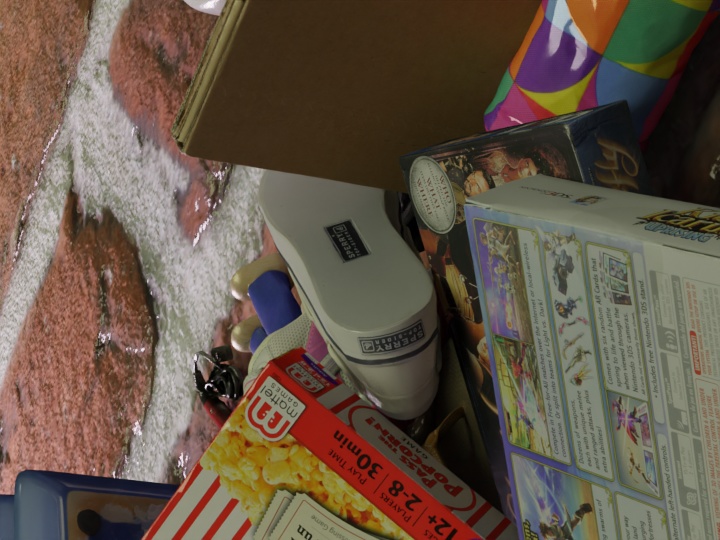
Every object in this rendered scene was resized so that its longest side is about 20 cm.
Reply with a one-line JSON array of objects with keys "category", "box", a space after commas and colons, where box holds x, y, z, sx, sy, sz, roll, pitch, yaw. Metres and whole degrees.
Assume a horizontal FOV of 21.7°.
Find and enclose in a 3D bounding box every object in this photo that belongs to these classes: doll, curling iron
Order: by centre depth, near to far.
[{"category": "doll", "box": [-0.022, 0.068, 1.074, 0.200, 0.048, 0.137, -127, 31, -49]}, {"category": "curling iron", "box": [-0.066, 0.107, 1.165, 0.200, 0.025, 0.050, -129, 30, -54]}]

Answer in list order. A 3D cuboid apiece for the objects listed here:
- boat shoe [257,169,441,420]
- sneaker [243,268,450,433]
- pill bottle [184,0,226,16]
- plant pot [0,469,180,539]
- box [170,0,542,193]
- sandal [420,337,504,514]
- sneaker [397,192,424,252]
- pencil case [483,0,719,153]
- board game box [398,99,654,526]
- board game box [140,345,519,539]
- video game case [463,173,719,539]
[{"category": "boat shoe", "box": [0.000, 0.000, 0.929, 0.200, 0.072, 0.066, -121, 15, -56]}, {"category": "sneaker", "box": [-0.021, 0.081, 0.963, 0.082, 0.088, 0.201, 76, -149, -52]}, {"category": "pill bottle", "box": [0.015, -0.164, 0.916, 0.113, 0.199, 0.114, -24, 62, 57]}, {"category": "plant pot", "box": [-0.158, 0.228, 1.144, 0.180, 0.199, 0.201, -32, 56, 46]}, {"category": "box", "box": [0.031, -0.109, 0.875, 0.164, 0.199, 0.021, -64, 34, 28]}, {"category": "sandal", "box": [0.042, 0.131, 0.943, 0.080, 0.054, 0.201, 9, 91, 61]}, {"category": "sneaker", "box": [0.009, -0.069, 1.038, 0.200, 0.075, 0.116, -149, 60, -65]}, {"category": "pencil case", "box": [0.129, -0.131, 0.832, 0.200, 0.088, 0.089, -63, 34, 27]}, {"category": "board game box", "box": [0.091, 0.034, 0.820, 0.135, 0.034, 0.201, -8, 101, 60]}, {"category": "board game box", "box": [-0.033, 0.160, 0.866, 0.151, 0.046, 0.200, 38, 106, 9]}, {"category": "video game case", "box": [0.123, 0.073, 0.708, 0.181, 0.045, 0.201, 15, 120, 54]}]
